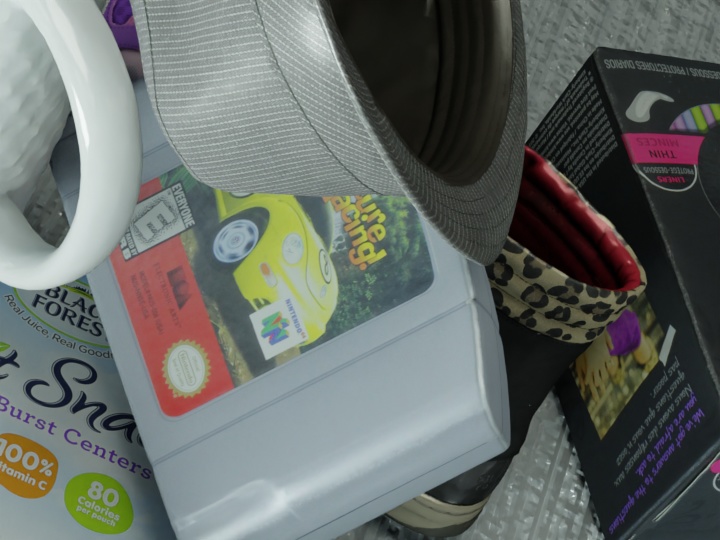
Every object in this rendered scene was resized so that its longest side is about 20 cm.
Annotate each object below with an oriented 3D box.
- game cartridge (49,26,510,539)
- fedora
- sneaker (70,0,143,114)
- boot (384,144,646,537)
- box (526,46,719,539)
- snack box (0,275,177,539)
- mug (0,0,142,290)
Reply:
[{"bbox_3d":[-0.028,-0.003,0.744,0.133,0.041,0.200,-26,58,3],"label":"game cartridge"},{"bbox_3d":[-0.016,-0.088,0.678,0.177,0.090,0.201,51,34,-43],"label":"fedora"},{"bbox_3d":[-0.057,-0.097,0.877,0.199,0.089,0.081,18,66,17],"label":"sneaker"},{"bbox_3d":[0.000,0.000,0.821,0.200,0.151,0.073,39,37,1],"label":"boot"},{"bbox_3d":[0.154,0.014,0.937,0.122,0.106,0.201,3,54,-28],"label":"box"},{"bbox_3d":[-0.130,0.071,0.749,0.199,0.068,0.169,28,44,-10],"label":"snack box"},{"bbox_3d":[-0.141,-0.082,0.701,0.147,0.176,0.200,-23,66,-42],"label":"mug"}]
